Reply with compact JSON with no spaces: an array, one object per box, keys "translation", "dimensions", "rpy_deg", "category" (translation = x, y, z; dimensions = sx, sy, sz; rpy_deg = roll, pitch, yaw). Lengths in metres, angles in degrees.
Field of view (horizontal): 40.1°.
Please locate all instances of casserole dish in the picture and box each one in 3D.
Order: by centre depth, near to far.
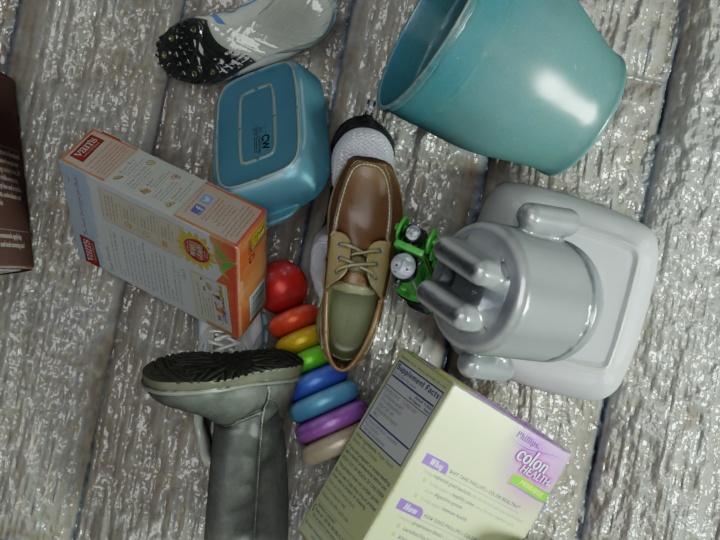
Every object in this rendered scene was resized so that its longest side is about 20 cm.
[{"translation":[-0.092,-0.131,0.952],"dimensions":[0.119,0.039,0.203],"rpy_deg":[-18,51,15],"category":"casserole dish"}]

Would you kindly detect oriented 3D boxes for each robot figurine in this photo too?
[{"translation":[0.141,0.021,0.879],"dimensions":[0.197,0.113,0.172],"rpy_deg":[11,111,-42],"category":"robot figurine"}]

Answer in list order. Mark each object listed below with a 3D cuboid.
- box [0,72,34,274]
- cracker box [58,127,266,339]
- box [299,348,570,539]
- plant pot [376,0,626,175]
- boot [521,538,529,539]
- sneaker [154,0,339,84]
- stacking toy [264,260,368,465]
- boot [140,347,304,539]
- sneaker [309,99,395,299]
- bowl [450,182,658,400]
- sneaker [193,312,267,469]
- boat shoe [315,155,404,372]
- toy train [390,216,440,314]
[{"translation":[-0.424,-0.090,0.940],"dimensions":[0.160,0.166,0.205],"rpy_deg":[-7,89,0],"category":"box"},{"translation":[-0.184,-0.034,0.936],"dimensions":[0.197,0.135,0.058],"rpy_deg":[25,52,14],"category":"cracker box"},{"translation":[0.071,0.211,0.937],"dimensions":[0.174,0.096,0.202],"rpy_deg":[31,90,-32],"category":"box"},{"translation":[0.144,-0.196,0.948],"dimensions":[0.186,0.200,0.203],"rpy_deg":[29,89,-16],"category":"plant pot"},{"translation":[0.180,0.327,0.955],"dimensions":[0.199,0.073,0.096],"rpy_deg":[34,93,-43],"category":"boot"},{"translation":[-0.114,-0.239,1.003],"dimensions":[0.196,0.073,0.073],"rpy_deg":[-13,101,13],"category":"sneaker"},{"translation":[-0.055,0.088,0.995],"dimensions":[0.084,0.085,0.203],"rpy_deg":[-23,83,-1],"category":"stacking toy"},{"translation":[-0.131,0.180,0.919],"dimensions":[0.179,0.072,0.204],"rpy_deg":[2,107,-36],"category":"boot"},{"translation":[-0.003,-0.069,0.994],"dimensions":[0.074,0.115,0.203],"rpy_deg":[10,125,-2],"category":"sneaker"},{"translation":[0.201,0.022,0.997],"dimensions":[0.196,0.075,0.204],"rpy_deg":[17,90,-2],"category":"bowl"},{"translation":[-0.133,0.102,0.984],"dimensions":[0.073,0.087,0.205],"rpy_deg":[0,88,1],"category":"sneaker"},{"translation":[0.000,0.000,0.908],"dimensions":[0.074,0.074,0.204],"rpy_deg":[6,109,-1],"category":"boat shoe"},{"translation":[0.055,0.001,0.932],"dimensions":[0.041,0.200,0.057],"rpy_deg":[23,83,14],"category":"toy train"}]
